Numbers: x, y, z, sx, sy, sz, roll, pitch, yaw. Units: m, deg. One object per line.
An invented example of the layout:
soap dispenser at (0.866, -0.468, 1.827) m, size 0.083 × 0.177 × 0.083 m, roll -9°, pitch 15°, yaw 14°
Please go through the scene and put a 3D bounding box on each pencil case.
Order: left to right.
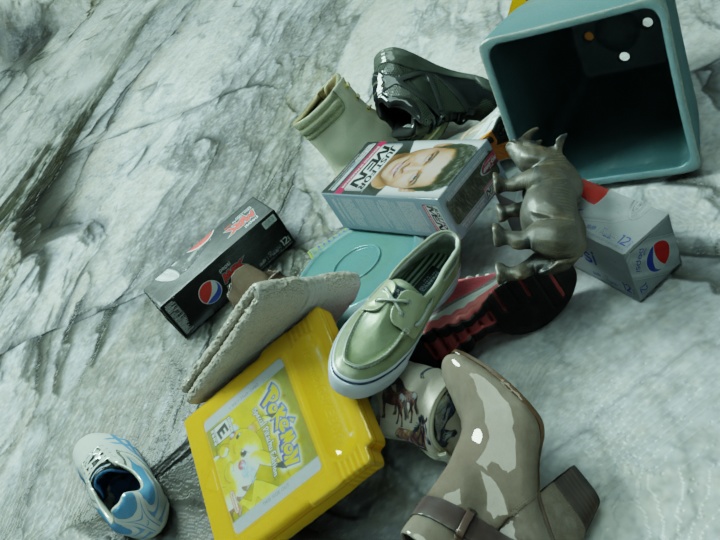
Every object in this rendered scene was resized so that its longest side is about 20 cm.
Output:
pencil case at (0.023, 0.128, 0.831) m, size 0.199 × 0.078 × 0.090 m, roll 7°, pitch 71°, yaw 42°

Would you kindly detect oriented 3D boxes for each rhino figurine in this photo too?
rhino figurine at (0.176, -0.073, 0.847) m, size 0.087 × 0.060 × 0.201 m, roll -3°, pitch 48°, yaw 14°

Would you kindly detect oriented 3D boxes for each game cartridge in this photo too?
game cartridge at (-0.079, 0.160, 0.826) m, size 0.200 × 0.032 × 0.177 m, roll -42°, pitch 49°, yaw 19°

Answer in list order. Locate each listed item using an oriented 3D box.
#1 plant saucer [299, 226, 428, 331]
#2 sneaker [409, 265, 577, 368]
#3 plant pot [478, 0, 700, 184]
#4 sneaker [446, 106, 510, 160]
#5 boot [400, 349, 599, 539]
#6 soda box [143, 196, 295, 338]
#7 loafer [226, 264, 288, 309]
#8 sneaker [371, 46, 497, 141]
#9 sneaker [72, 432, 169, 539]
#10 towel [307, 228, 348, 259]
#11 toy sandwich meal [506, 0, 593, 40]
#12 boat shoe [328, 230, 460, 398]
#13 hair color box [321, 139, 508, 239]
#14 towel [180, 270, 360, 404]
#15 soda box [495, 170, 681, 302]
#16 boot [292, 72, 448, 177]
plant saucer at (0.000, 0.000, 0.985) m, size 0.199 × 0.028 × 0.201 m, roll -25°, pitch 32°, yaw 16°
sneaker at (0.120, 0.028, 0.877) m, size 0.199 × 0.074 × 0.087 m, roll -26°, pitch 35°, yaw 9°
plant pot at (0.275, -0.234, 0.972) m, size 0.195 × 0.197 × 0.201 m, roll -6°, pitch 35°, yaw 32°
sneaker at (0.148, -0.161, 1.077) m, size 0.200 × 0.076 × 0.092 m, roll -43°, pitch 33°, yaw -16°
boot at (0.090, 0.172, 0.687) m, size 0.146 × 0.071 × 0.200 m, roll -31°, pitch 61°, yaw -25°
soda box at (-0.189, -0.007, 1.157) m, size 0.200 × 0.064 × 0.071 m, roll -42°, pitch 37°, yaw -13°
loafer at (-0.123, 0.032, 0.987) m, size 0.073 × 0.071 × 0.200 m, roll -57°, pitch 10°, yaw -15°
sneaker at (0.104, -0.203, 1.105) m, size 0.076 × 0.198 × 0.115 m, roll 148°, pitch 133°, yaw -62°
sneaker at (-0.275, 0.224, 0.948) m, size 0.072 × 0.073 × 0.199 m, roll -46°, pitch 37°, yaw -16°
towel at (0.020, -0.014, 1.043) m, size 0.143 × 0.023 × 0.200 m, roll -34°, pitch 36°, yaw 0°
toy sandwich meal at (0.279, -0.373, 1.220) m, size 0.204 × 0.070 × 0.206 m, roll -20°, pitch 38°, yaw 17°
boat shoe at (0.033, 0.034, 0.806) m, size 0.072 × 0.062 × 0.200 m, roll 24°, pitch 50°, yaw 19°
hair color box at (0.057, -0.096, 0.979) m, size 0.199 × 0.061 × 0.099 m, roll 9°, pitch 52°, yaw 49°
towel at (-0.095, 0.073, 0.892) m, size 0.200 × 0.132 × 0.035 m, roll -52°, pitch 59°, yaw 39°
soda box at (0.230, -0.048, 0.887) m, size 0.063 × 0.068 × 0.200 m, roll -39°, pitch 36°, yaw -10°
boot at (0.020, -0.204, 1.144) m, size 0.200 × 0.155 × 0.072 m, roll -46°, pitch 19°, yaw -16°
